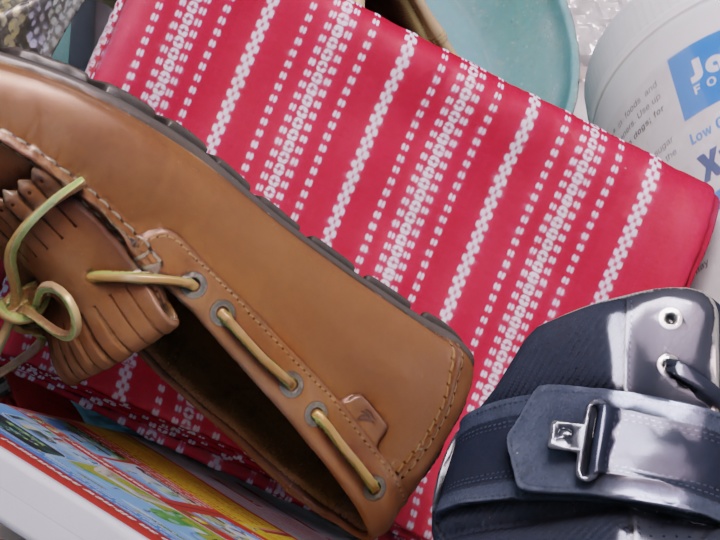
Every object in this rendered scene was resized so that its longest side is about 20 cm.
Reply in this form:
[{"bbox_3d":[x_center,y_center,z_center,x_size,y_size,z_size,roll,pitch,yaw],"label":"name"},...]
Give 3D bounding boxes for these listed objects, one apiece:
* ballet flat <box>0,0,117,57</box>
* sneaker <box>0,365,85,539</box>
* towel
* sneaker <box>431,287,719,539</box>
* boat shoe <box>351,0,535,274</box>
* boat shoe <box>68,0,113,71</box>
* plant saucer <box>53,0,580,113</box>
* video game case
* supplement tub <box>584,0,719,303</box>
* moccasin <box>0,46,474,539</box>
[{"bbox_3d":[-0.079,-0.100,0.823,0.072,0.072,0.201,33,67,10],"label":"ballet flat"},{"bbox_3d":[-0.129,0.027,0.821,0.077,0.085,0.200,-22,62,-27],"label":"sneaker"},{"bbox_3d":[0.000,0.000,0.803,0.199,0.022,0.145,25,85,-14],"label":"towel"},{"bbox_3d":[0.106,0.077,0.642,0.201,0.077,0.147,7,57,21],"label":"sneaker"},{"bbox_3d":[0.032,-0.013,0.856,0.200,0.069,0.074,54,42,-15],"label":"boat shoe"},{"bbox_3d":[-0.063,-0.044,0.866,0.056,0.069,0.201,4,61,-15],"label":"boat shoe"},{"bbox_3d":[-0.022,-0.079,0.960,0.199,0.036,0.201,7,55,-9],"label":"plant saucer"},{"bbox_3d":[-0.030,0.079,0.744,0.143,0.200,0.018,28,93,28],"label":"video game case"},{"bbox_3d":[0.154,0.002,0.884,0.131,0.132,0.201,0,51,-15],"label":"supplement tub"},{"bbox_3d":[-0.065,0.005,0.742,0.201,0.074,0.078,37,69,-20],"label":"moccasin"}]
